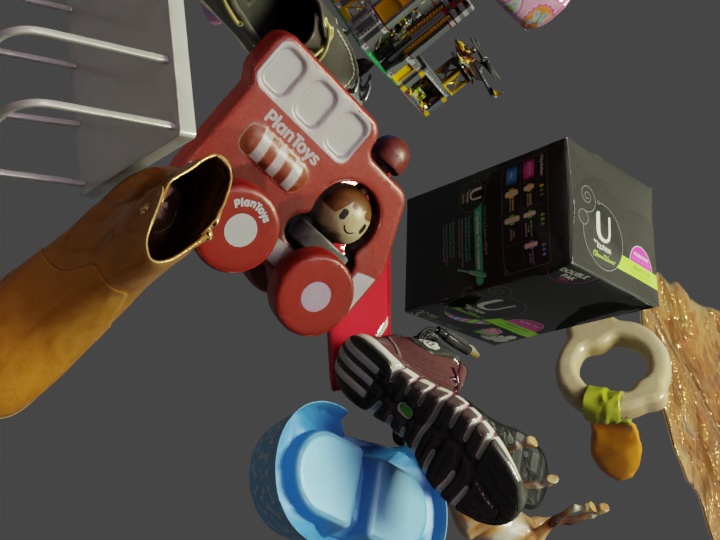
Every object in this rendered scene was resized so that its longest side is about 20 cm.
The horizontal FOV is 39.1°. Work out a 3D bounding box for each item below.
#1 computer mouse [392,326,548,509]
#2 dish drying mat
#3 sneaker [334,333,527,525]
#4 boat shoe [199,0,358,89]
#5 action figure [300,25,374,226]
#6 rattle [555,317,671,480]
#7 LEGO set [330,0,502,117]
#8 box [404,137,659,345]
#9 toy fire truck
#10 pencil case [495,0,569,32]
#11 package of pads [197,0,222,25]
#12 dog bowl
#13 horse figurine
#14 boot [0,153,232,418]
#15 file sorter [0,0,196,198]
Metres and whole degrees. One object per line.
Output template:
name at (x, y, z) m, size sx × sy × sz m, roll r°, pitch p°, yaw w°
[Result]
computer mouse at (0.104, 0.142, 0.980) m, size 0.199 × 0.046 × 0.142 m, roll 30°, pitch 54°, yaw -29°
dish drying mat at (0.000, 0.000, 0.886) m, size 0.076 × 0.018 × 0.203 m, roll -8°, pitch 102°, yaw -42°
sneaker at (0.079, 0.116, 0.851) m, size 0.200 × 0.076 × 0.115 m, roll 44°, pitch 29°, yaw 21°
boat shoe at (-0.059, -0.188, 0.783) m, size 0.072 × 0.060 × 0.201 m, roll -55°, pitch 140°, yaw 3°
action figure at (-0.030, -0.108, 0.905) m, size 0.130 × 0.069 × 0.203 m, roll 26°, pitch 62°, yaw -44°
rattle at (0.288, 0.110, 1.163) m, size 0.143 × 0.129 × 0.201 m, roll 48°, pitch 20°, yaw -37°
LEGO set at (0.053, -0.245, 0.942) m, size 0.200 × 0.115 × 0.155 m, roll 40°, pitch 18°, yaw -48°
box at (0.161, -0.019, 0.974) m, size 0.148 × 0.199 × 0.126 m, roll 21°, pitch 62°, yaw -40°
toy fire truck at (-0.045, -0.060, 0.783) m, size 0.168 × 0.112 × 0.200 m, roll -49°, pitch 120°, yaw 1°
pencil case at (0.163, -0.367, 1.186) m, size 0.199 × 0.087 × 0.088 m, roll 31°, pitch 56°, yaw -36°
package of pads at (-0.124, -0.315, 0.837) m, size 0.075 × 0.120 × 0.202 m, roll -30°, pitch 99°, yaw -27°
dog bowl at (-0.010, 0.185, 0.838) m, size 0.199 × 0.049 × 0.113 m, roll 33°, pitch 55°, yaw -34°
horse figurine at (0.137, 0.222, 0.923) m, size 0.200 × 0.132 × 0.050 m, roll 41°, pitch 26°, yaw -34°
boot at (-0.170, 0.006, 0.650) m, size 0.071 × 0.143 × 0.202 m, roll 44°, pitch 60°, yaw -23°
file sorter at (-0.208, -0.171, 0.690) m, size 0.124 × 0.138 × 0.203 m, roll 3°, pitch 74°, yaw -43°
